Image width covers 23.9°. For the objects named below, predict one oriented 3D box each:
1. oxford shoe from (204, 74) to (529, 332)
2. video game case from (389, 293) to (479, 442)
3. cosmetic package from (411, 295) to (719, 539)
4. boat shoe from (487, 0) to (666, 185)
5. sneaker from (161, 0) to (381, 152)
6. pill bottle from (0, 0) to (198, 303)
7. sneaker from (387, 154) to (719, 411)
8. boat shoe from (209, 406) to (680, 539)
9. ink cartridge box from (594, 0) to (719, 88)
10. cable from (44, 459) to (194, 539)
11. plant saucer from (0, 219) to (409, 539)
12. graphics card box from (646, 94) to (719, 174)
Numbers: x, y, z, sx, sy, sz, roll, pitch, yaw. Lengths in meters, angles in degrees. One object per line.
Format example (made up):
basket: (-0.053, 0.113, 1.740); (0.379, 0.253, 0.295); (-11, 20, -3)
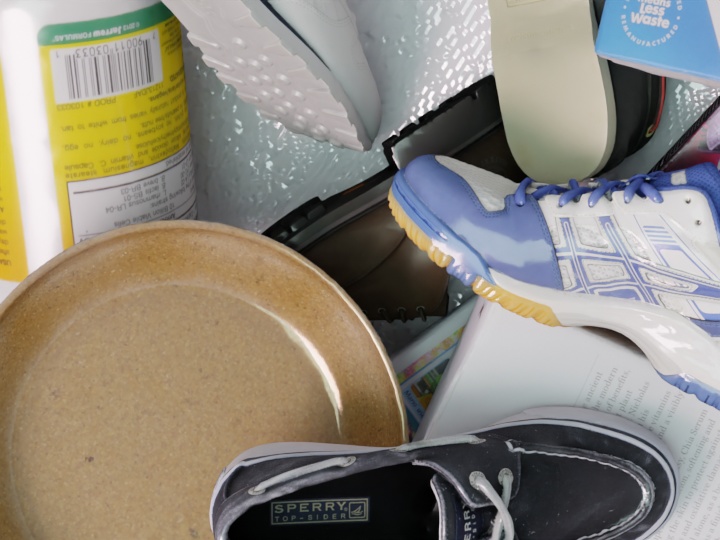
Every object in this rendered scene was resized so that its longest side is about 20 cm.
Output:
oxford shoe: (0.000, 0.000, 0.790); (0.199, 0.073, 0.085); (-33, 99, 10)
video game case: (0.060, 0.132, 0.821); (0.181, 0.024, 0.201); (-36, 92, 4)
cosmetic package: (0.129, 0.088, 0.765); (0.199, 0.071, 0.102); (25, 99, -1)
boat shoe: (0.093, -0.142, 0.743); (0.073, 0.063, 0.203); (4, 108, 37)
sneaker: (-0.037, -0.129, 0.750); (0.076, 0.081, 0.200); (11, 153, 37)
pill bottle: (-0.134, -0.047, 0.806); (0.112, 0.113, 0.202); (3, 112, 16)
sneaker: (0.112, -0.016, 0.715); (0.199, 0.075, 0.089); (24, 114, 1)
boat shoe: (0.038, 0.097, 0.695); (0.198, 0.068, 0.072); (0, 96, -5)
ink cartridge box: (0.177, -0.169, 0.670); (0.115, 0.067, 0.202); (17, 98, 32)
cable: (-0.145, 0.156, 0.828); (0.198, 0.069, 0.201); (-7, 116, 20)
plant saucer: (-0.079, 0.080, 0.739); (0.198, 0.035, 0.202); (1, 87, -9)
graphics card box: (0.216, -0.050, 0.735); (0.125, 0.051, 0.200); (43, 112, 3)
